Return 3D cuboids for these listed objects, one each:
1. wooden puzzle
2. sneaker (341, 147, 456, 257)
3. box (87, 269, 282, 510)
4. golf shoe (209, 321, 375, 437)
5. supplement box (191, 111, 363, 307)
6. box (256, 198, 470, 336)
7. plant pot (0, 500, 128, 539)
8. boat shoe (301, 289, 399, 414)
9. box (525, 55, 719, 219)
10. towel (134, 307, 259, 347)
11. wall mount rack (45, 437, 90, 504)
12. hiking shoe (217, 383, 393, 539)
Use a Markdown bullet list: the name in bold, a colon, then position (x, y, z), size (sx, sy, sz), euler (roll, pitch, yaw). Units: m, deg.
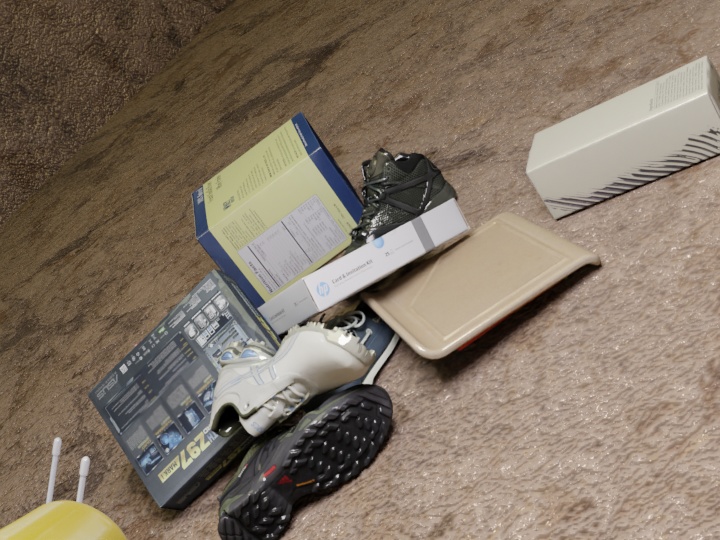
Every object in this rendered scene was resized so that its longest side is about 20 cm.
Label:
- **wooden puzzle**: position (0.114, 0.014, 1.041), size (0.198, 0.038, 0.185), euler (-28, 22, -9)
- **sneaker**: position (0.016, -0.068, 1.260), size (0.199, 0.115, 0.076), euler (-45, 23, -12)
- **box**: position (-0.171, 0.125, 1.110), size (0.200, 0.051, 0.158), euler (-45, 64, 5)
- **golf shoe**: position (-0.066, 0.110, 0.968), size (0.199, 0.078, 0.098), euler (-20, 41, 46)
- **supplement box**: position (-0.111, -0.083, 1.440), size (0.199, 0.135, 0.200), euler (-36, 23, 4)
- **box**: position (0.000, 0.000, 1.121), size (0.198, 0.042, 0.156), euler (-30, -1, -26)
- **plant pot**: position (-0.293, 0.309, 0.935), size (0.199, 0.203, 0.189), euler (-28, 8, 21)
- **boat shoe**: position (-0.014, 0.081, 1.090), size (0.074, 0.062, 0.201), euler (-22, 26, 41)
- **box**: position (0.270, -0.131, 1.063), size (0.198, 0.069, 0.083), euler (-22, 27, 33)
- **towel**: position (-0.160, 0.068, 1.246), size (0.196, 0.023, 0.144), euler (-13, 4, -2)
- **wall mount rack**: position (-0.369, 0.289, 1.204), size (0.174, 0.075, 0.199), euler (-47, 25, -21)
- **hiking shoe**: position (-0.060, 0.165, 0.983), size (0.199, 0.076, 0.101), euler (-39, 26, -1)
